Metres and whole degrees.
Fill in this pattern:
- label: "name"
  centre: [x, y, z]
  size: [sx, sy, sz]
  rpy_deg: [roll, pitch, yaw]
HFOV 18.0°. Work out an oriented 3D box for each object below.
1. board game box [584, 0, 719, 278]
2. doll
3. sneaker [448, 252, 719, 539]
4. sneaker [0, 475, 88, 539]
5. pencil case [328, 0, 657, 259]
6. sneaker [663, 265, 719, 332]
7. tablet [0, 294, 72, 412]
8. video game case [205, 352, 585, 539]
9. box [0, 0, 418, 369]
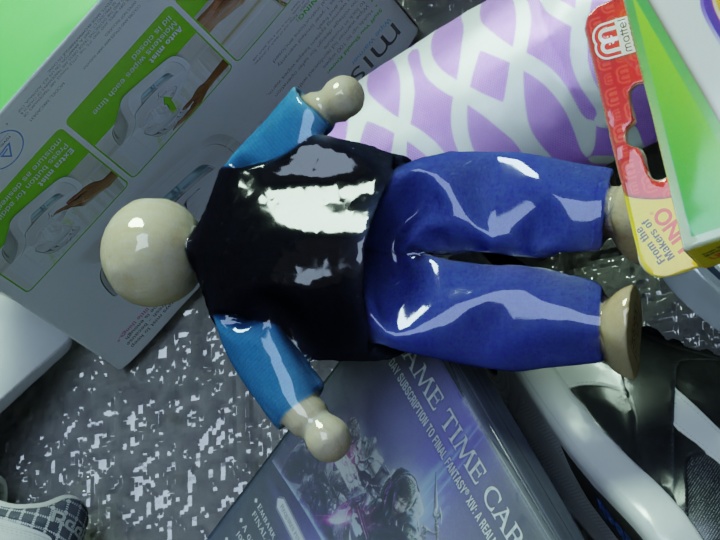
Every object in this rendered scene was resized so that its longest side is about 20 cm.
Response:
- label: "board game box"
  centre: [0.163, -0.071, 0.666]
  size: [0.199, 0.030, 0.096]
  rpy_deg: [-20, 68, 22]
- label: "doll"
  centre: [0.000, 0.000, 0.801]
  size: [0.198, 0.048, 0.138]
  rpy_deg: [4, 81, 16]
- label: "sneaker"
  centre: [0.117, 0.046, 0.856]
  size: [0.111, 0.073, 0.200]
  rpy_deg: [-23, 44, -13]
- label: "sneaker"
  centre: [-0.207, 0.103, 0.978]
  size: [0.199, 0.077, 0.081]
  rpy_deg: [22, 69, 25]
- label: "pencil case"
  centre: [0.048, -0.050, 0.855]
  size: [0.199, 0.085, 0.084]
  rpy_deg: [-30, 52, 19]
- label: "sneaker"
  centre: [0.195, 0.024, 0.778]
  size: [0.199, 0.073, 0.071]
  rpy_deg: [33, 130, 3]
- label: "tablet"
  centre: [-0.238, 0.032, 1.003]
  size: [0.199, 0.014, 0.130]
  rpy_deg: [22, 50, 32]
- label: "video game case"
  centre: [-0.004, 0.123, 0.843]
  size: [0.200, 0.019, 0.143]
  rpy_deg: [-53, 47, 27]
- label: "box"
  centre: [-0.097, -0.084, 0.929]
  size: [0.200, 0.176, 0.097]
  rpy_deg: [-49, 59, 1]
